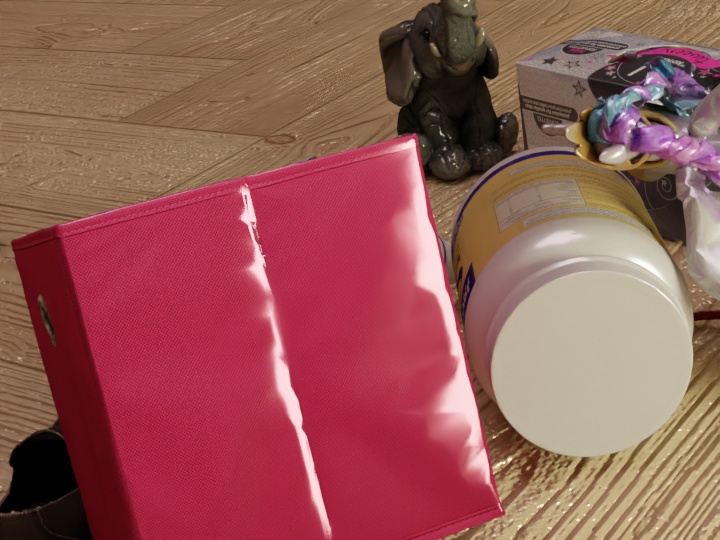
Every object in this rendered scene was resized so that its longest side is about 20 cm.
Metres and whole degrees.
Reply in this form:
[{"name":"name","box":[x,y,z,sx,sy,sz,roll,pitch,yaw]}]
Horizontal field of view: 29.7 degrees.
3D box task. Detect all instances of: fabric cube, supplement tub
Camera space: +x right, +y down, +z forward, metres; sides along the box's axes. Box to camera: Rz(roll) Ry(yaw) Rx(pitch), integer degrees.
[{"name":"fabric cube","box":[-0.065,0.054,0.743,0.197,0.203,0.196,-15,5,-19]},{"name":"supplement tub","box":[0.135,0.016,0.890,0.143,0.148,0.201,-8,23,3]}]

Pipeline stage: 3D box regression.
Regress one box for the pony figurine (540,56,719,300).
[{"name":"pony figurine","box":[0.224,-0.067,0.836,0.191,0.169,0.199,16,10,24]}]

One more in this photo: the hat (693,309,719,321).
[{"name":"hat","box":[0.357,0.047,0.898,0.164,0.177,0.202,-18,63,-23]}]

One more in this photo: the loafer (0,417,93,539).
[{"name":"loafer","box":[-0.181,0.126,0.855,0.072,0.072,0.201,-7,24,5]}]

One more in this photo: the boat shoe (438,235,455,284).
[{"name":"boat shoe","box":[0.000,0.000,1.091,0.198,0.075,0.066,6,-5,45]}]

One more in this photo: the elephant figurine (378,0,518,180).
[{"name":"elephant figurine","box":[0.085,-0.203,1.325,0.153,0.203,0.141,9,30,36]}]

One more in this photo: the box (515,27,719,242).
[{"name":"box","box":[0.241,-0.123,1.171,0.114,0.134,0.199,-26,29,-30]}]

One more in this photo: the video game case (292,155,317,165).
[{"name":"video game case","box":[-0.137,-0.011,1.102,0.198,0.036,0.182,-24,16,29]}]
